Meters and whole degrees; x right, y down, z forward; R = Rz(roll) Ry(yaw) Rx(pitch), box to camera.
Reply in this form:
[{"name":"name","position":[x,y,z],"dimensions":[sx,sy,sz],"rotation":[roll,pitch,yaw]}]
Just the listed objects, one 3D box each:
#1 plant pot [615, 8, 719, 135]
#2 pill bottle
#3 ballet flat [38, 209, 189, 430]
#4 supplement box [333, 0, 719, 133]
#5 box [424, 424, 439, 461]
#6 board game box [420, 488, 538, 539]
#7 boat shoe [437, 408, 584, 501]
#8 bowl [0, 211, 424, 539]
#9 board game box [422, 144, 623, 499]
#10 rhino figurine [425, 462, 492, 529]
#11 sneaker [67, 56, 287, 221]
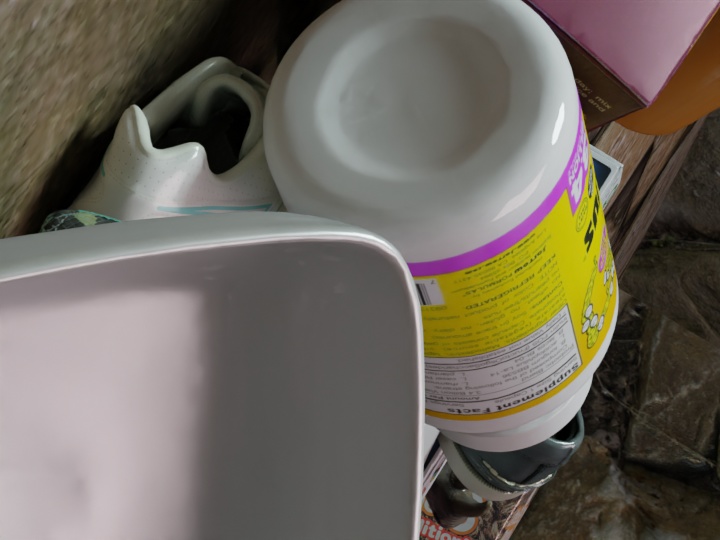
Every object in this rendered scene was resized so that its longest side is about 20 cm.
[{"name":"plant pot","position":[0.203,-0.183,1.315],"dimensions":[0.183,0.200,0.200],"rotation":[-45,-179,39]},{"name":"pill bottle","position":[0.036,-0.009,0.792],"dimensions":[0.104,0.104,0.200],"rotation":[-56,155,-18]},{"name":"ballet flat","position":[-0.125,0.067,0.687],"dimensions":[0.200,0.074,0.074],"rotation":[-54,171,-3]},{"name":"supplement box","position":[0.061,-0.107,0.846],"dimensions":[0.110,0.086,0.200],"rotation":[-54,-169,-19]},{"name":"box","position":[-0.056,0.087,0.940],"dimensions":[0.200,0.124,0.098],"rotation":[-50,168,-41]},{"name":"board game box","position":[0.001,0.155,1.353],"dimensions":[0.200,0.159,0.097],"rotation":[-61,171,8]},{"name":"boat shoe","position":[0.047,0.004,1.019],"dimensions":[0.073,0.200,0.062],"rotation":[-16,170,-34]},{"name":"bowl","position":[-0.084,0.077,0.620],"dimensions":[0.199,0.075,0.201],"rotation":[-9,114,-30]},{"name":"board game box","position":[0.023,0.003,1.083],"dimensions":[0.200,0.126,0.035],"rotation":[-57,170,-9]},{"name":"rhino figurine","position":[0.021,0.069,1.199],"dimensions":[0.060,0.200,0.088],"rotation":[4,118,-30]},{"name":"sneaker","position":[-0.040,-0.037,0.797],"dimensions":[0.080,0.070,0.200],"rotation":[-66,168,25]}]
